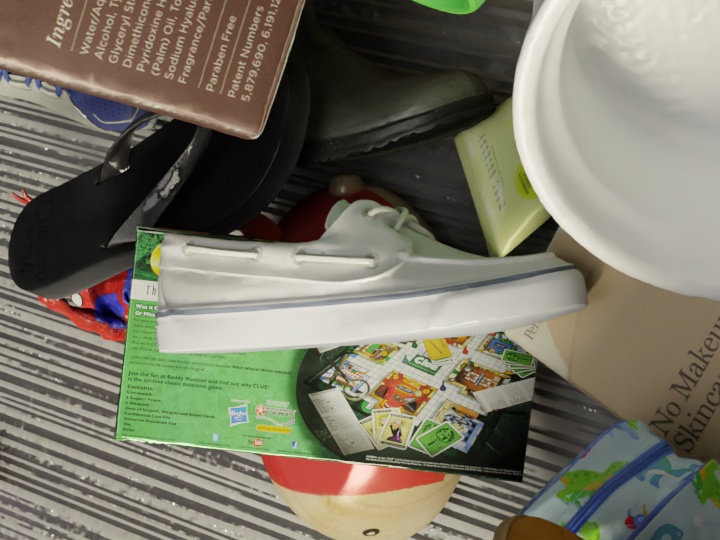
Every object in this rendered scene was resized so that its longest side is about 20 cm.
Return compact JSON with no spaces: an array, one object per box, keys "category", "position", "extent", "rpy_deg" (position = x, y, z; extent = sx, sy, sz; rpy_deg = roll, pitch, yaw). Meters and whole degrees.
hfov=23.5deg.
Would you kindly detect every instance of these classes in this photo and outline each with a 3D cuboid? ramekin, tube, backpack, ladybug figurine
[{"category":"ramekin","position":[0.161,-0.092,0.689],"extent":[0.200,0.098,0.201],"rpy_deg":[3,130,3]},{"category":"tube","position":[0.120,-0.084,0.802],"extent":[0.052,0.058,0.200],"rpy_deg":[46,126,-9]},{"category":"backpack","position":[0.107,0.148,0.735],"extent":[0.154,0.163,0.200],"rpy_deg":[55,163,-2]},{"category":"ladybug figurine","position":[-0.010,0.050,0.899],"extent":[0.135,0.072,0.201],"rpy_deg":[0,99,33]}]

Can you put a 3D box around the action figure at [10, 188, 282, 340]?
[{"category":"action figure","position":[-0.133,-0.005,0.931],"extent":[0.200,0.099,0.065],"rpy_deg":[-14,57,59]}]

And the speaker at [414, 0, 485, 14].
[{"category":"speaker","position":[0.062,-0.217,0.751],"extent":[0.088,0.088,0.200],"rpy_deg":[24,85,27]}]

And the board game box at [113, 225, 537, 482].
[{"category":"board game box","position":[-0.014,0.040,0.837],"extent":[0.199,0.023,0.105],"rpy_deg":[7,96,-4]}]

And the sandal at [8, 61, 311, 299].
[{"category":"sandal","position":[-0.107,-0.042,0.862],"extent":[0.200,0.043,0.076],"rpy_deg":[-30,55,26]}]

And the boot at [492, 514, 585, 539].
[{"category":"boot","position":[0.155,0.127,0.573],"extent":[0.201,0.071,0.144],"rpy_deg":[46,124,-6]}]

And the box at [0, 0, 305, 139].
[{"category":"box","position":[-0.130,-0.173,0.759],"extent":[0.166,0.199,0.165],"rpy_deg":[38,111,63]}]

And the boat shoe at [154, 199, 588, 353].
[{"category":"boat shoe","position":[0.000,0.000,0.773],"extent":[0.199,0.074,0.066],"rpy_deg":[-5,86,12]}]

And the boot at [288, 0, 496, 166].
[{"category":"boot","position":[-0.029,-0.119,0.878],"extent":[0.200,0.068,0.131],"rpy_deg":[-5,96,40]}]

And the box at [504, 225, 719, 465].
[{"category":"box","position":[0.175,0.041,0.774],"extent":[0.200,0.078,0.095],"rpy_deg":[35,117,23]}]

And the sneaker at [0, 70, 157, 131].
[{"category":"sneaker","position":[-0.210,-0.128,0.969],"extent":[0.199,0.115,0.081],"rpy_deg":[25,113,27]}]
